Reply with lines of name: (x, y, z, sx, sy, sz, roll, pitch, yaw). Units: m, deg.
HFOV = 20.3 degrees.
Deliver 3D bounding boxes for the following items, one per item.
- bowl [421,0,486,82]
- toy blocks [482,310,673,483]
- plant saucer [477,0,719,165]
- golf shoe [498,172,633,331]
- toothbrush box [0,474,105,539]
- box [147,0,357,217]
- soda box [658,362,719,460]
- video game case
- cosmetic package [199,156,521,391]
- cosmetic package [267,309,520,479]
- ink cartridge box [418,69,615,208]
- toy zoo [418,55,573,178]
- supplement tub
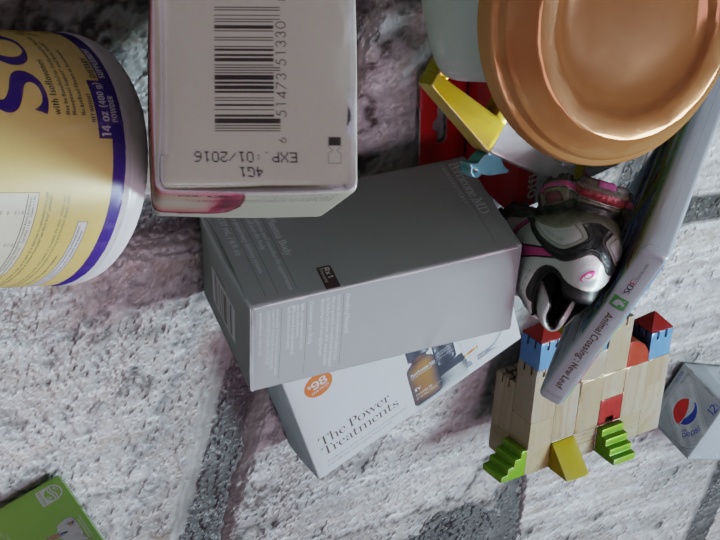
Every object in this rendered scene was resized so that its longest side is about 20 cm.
bowl: (0.134, -0.224, 1.278, 0.199, 0.075, 0.201, -19, 114, -26)
toy blocks: (0.187, 0.082, 1.679, 0.199, 0.100, 0.138, -15, 124, -32)
plant saucer: (0.164, -0.161, 1.250, 0.199, 0.037, 0.202, -11, 111, -30)
golf shoe: (0.126, -0.002, 1.396, 0.200, 0.072, 0.093, 134, -29, -74)
toothbrush box: (-0.265, 0.261, 1.421, 0.199, 0.086, 0.146, -32, 142, -17)
box: (-0.065, -0.099, 1.125, 0.108, 0.200, 0.129, -1, 88, -7)
soda box: (0.365, 0.137, 1.908, 0.199, 0.063, 0.068, 7, 122, -46)
video game case: (0.196, -0.026, 1.417, 0.201, 0.022, 0.182, -62, 180, -41)
cosmetic package: (0.000, 0.000, 1.370, 0.199, 0.107, 0.091, -16, 136, -17)
cosmetic package: (0.021, 0.048, 1.512, 0.199, 0.052, 0.151, -34, 140, -13)
ink cartridge box: (0.140, -0.121, 1.444, 0.199, 0.067, 0.117, -26, 140, -22)
toy zoo: (0.121, -0.151, 1.351, 0.131, 0.020, 0.201, 33, 83, -30)
supplement tub: (-0.232, -0.061, 1.089, 0.199, 0.145, 0.146, -3, 127, -42)
